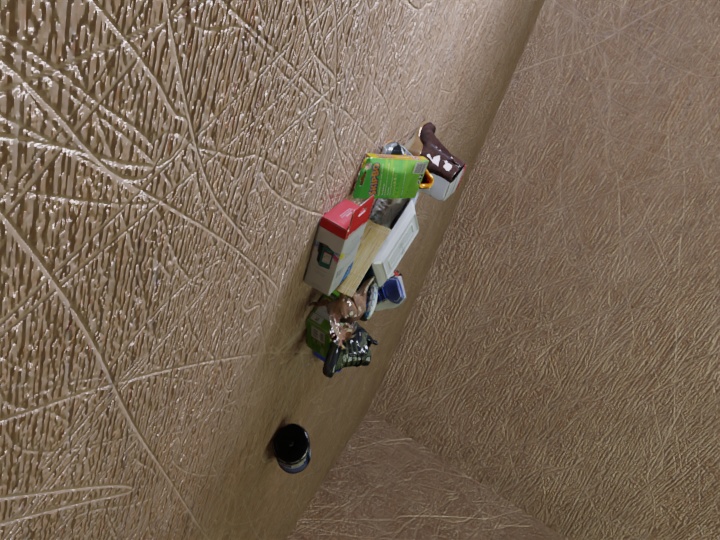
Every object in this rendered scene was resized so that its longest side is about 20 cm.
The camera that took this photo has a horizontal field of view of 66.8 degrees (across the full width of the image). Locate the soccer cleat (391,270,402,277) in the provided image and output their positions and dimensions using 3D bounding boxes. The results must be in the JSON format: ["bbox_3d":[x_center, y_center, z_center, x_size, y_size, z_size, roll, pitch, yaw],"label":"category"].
[{"bbox_3d":[0.061,0.013,1.611,0.087,0.068,0.199,-56,149,-2],"label":"soccer cleat"}]

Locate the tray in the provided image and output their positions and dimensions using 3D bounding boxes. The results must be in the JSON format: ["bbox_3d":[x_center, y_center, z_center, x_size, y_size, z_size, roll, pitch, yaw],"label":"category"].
[{"bbox_3d":[0.094,-0.063,1.345,0.203,0.022,0.109,-56,151,-22],"label":"tray"}]

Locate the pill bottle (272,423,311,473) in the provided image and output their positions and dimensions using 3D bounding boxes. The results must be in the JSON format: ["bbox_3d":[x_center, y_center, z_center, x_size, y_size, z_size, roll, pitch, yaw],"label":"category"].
[{"bbox_3d":[-0.200,0.537,1.624,0.113,0.109,0.202,-56,166,-27],"label":"pill bottle"}]

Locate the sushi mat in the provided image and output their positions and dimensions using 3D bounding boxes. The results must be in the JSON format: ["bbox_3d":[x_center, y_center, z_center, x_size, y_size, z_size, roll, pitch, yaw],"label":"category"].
[{"bbox_3d":[-0.014,-0.037,1.261,0.203,0.093,0.012,-58,168,-23],"label":"sushi mat"}]

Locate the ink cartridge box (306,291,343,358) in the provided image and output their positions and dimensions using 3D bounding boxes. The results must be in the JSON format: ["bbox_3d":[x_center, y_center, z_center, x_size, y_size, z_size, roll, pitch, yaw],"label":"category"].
[{"bbox_3d":[-0.058,0.104,1.412,0.202,0.074,0.150,-55,166,-29],"label":"ink cartridge box"}]

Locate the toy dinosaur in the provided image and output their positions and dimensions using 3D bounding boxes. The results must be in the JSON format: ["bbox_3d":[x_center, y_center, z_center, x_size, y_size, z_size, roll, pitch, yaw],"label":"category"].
[{"bbox_3d":[-0.028,0.095,1.271,0.197,0.138,0.086,-32,172,-35],"label":"toy dinosaur"}]

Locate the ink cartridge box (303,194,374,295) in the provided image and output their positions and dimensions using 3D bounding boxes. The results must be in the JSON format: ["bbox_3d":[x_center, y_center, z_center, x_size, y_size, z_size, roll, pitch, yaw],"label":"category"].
[{"bbox_3d":[-0.044,-0.066,1.138,0.116,0.066,0.205,-46,159,-56],"label":"ink cartridge box"}]

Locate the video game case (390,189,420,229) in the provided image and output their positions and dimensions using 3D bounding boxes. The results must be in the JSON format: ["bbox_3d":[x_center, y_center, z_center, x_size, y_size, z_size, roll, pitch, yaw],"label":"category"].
[{"bbox_3d":[0.112,-0.161,1.506,0.200,0.021,0.187,129,-16,-60],"label":"video game case"}]

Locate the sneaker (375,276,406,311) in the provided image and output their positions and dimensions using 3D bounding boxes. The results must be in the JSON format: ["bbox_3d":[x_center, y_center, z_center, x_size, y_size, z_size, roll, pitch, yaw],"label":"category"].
[{"bbox_3d":[0.027,0.084,1.509,0.196,0.084,0.113,-22,174,42],"label":"sneaker"}]

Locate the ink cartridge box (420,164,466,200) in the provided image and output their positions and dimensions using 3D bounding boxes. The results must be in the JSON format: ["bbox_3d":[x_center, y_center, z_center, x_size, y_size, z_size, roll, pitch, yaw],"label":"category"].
[{"bbox_3d":[0.219,-0.290,1.613,0.200,0.143,0.085,-41,155,-62],"label":"ink cartridge box"}]

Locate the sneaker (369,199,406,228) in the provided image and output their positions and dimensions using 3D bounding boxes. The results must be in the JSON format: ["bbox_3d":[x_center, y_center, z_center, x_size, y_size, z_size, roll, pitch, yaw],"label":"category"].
[{"bbox_3d":[0.066,-0.156,1.422,0.080,0.069,0.206,-29,144,-64],"label":"sneaker"}]

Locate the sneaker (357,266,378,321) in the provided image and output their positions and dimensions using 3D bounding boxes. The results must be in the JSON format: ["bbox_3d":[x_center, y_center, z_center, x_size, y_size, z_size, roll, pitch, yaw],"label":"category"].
[{"bbox_3d":[0.024,0.033,1.378,0.086,0.073,0.207,39,48,-52],"label":"sneaker"}]

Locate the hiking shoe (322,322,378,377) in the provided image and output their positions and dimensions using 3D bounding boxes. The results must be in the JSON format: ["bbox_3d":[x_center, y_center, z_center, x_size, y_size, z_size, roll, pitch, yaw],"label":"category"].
[{"bbox_3d":[-0.021,0.207,1.370,0.200,0.098,0.078,-48,162,-52],"label":"hiking shoe"}]

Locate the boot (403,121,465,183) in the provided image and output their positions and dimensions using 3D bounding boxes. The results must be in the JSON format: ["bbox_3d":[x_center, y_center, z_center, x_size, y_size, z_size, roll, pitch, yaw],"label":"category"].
[{"bbox_3d":[0.207,-0.314,1.461,0.201,0.163,0.074,-51,165,-43],"label":"boot"}]

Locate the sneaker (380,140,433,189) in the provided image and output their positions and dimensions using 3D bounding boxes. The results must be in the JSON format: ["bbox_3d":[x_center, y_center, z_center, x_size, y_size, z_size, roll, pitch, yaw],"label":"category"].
[{"bbox_3d":[0.113,-0.250,1.314,0.197,0.076,0.081,16,100,-54],"label":"sneaker"}]

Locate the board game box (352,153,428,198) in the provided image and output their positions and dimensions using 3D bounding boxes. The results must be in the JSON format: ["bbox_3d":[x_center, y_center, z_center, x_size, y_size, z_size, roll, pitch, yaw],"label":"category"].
[{"bbox_3d":[0.065,-0.210,1.226,0.195,0.030,0.098,-9,130,-41],"label":"board game box"}]

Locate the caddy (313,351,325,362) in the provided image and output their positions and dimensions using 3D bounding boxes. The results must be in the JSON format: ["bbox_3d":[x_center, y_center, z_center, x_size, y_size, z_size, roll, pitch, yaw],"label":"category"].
[{"bbox_3d":[-0.057,0.217,1.581,0.145,0.102,0.200,-61,168,-10],"label":"caddy"}]
